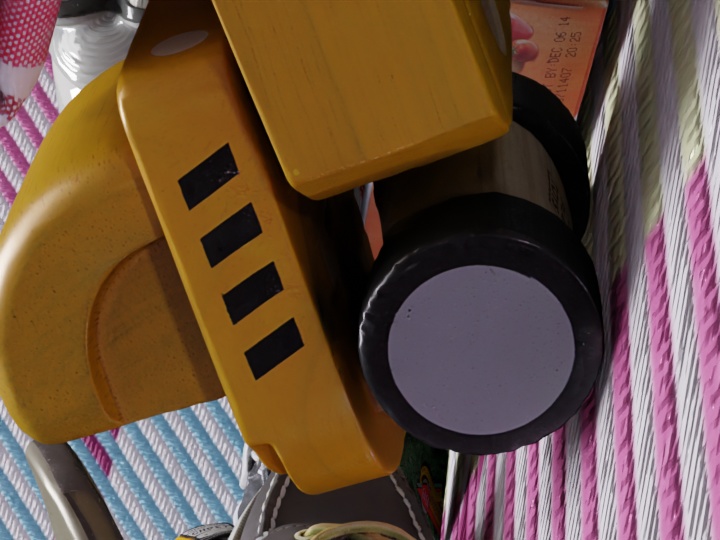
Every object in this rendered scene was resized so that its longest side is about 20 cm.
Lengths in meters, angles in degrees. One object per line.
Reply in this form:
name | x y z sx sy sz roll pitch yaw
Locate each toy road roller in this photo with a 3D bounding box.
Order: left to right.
toy road roller | -0.030 -0.041 0.641 0.123 0.146 0.201 -84 -24 -67

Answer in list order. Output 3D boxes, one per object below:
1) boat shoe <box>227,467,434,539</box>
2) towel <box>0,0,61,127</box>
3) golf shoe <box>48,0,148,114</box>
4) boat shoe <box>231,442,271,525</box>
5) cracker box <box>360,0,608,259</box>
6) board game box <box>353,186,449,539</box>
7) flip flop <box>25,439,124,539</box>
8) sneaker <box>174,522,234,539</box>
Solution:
boat shoe | 0.000 0.105 0.711 0.201 0.071 0.061 -93 18 -54
towel | -0.054 -0.144 0.626 0.146 0.030 0.200 -80 6 -61
golf shoe | -0.042 -0.074 0.871 0.200 0.078 0.098 -32 -55 -57
boat shoe | -0.009 0.070 1.025 0.199 0.073 0.068 -54 -37 -73
cracker box | 0.044 -0.104 0.809 0.134 0.057 0.200 102 180 -50
board game box | 0.000 0.000 0.858 0.200 0.023 0.105 66 -152 -55
flip flop | -0.096 0.149 0.826 0.081 0.057 0.201 -132 43 -62
sneaker | -0.043 0.115 0.879 0.200 0.078 0.082 -39 55 49
